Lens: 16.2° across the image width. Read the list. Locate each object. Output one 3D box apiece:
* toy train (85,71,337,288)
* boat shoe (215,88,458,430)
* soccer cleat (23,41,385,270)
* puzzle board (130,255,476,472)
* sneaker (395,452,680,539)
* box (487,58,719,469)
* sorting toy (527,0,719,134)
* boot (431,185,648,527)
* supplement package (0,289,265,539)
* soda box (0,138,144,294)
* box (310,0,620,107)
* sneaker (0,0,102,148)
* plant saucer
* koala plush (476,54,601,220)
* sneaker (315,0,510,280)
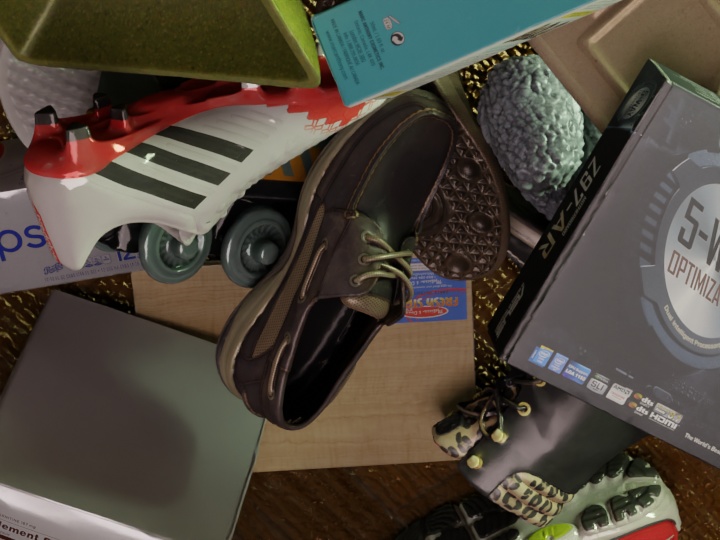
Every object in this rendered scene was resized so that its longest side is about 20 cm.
[{"bbox_3d":[-0.067,-0.054,1.374,0.200,0.085,0.114,2,107,-39],"label":"toy train"},{"bbox_3d":[0.000,0.000,1.335,0.074,0.073,0.200,13,115,-40],"label":"boat shoe"},{"bbox_3d":[-0.076,-0.059,1.281,0.200,0.069,0.085,-18,119,-25],"label":"soccer cleat"},{"bbox_3d":[-0.031,0.054,1.518,0.200,0.017,0.151,-4,121,0],"label":"puzzle board"},{"bbox_3d":[0.104,0.186,1.572,0.200,0.077,0.085,-18,126,10],"label":"sneaker"},{"bbox_3d":[0.188,0.013,1.241,0.200,0.044,0.160,27,104,-15],"label":"box"},{"bbox_3d":[0.163,-0.161,1.246,0.185,0.036,0.200,-40,86,18],"label":"sorting toy"},{"bbox_3d":[0.101,0.054,1.481,0.151,0.073,0.200,-44,121,13],"label":"boot"},{"bbox_3d":[-0.156,0.159,1.461,0.147,0.191,0.200,19,122,-3],"label":"supplement package"},{"bbox_3d":[-0.220,-0.028,1.431,0.200,0.063,0.068,-10,121,5],"label":"soda box"},{"bbox_3d":[0.082,-0.139,1.210,0.200,0.082,0.049,-22,91,17],"label":"box"},{"bbox_3d":[-0.164,-0.156,1.346,0.078,0.079,0.200,-8,129,-7],"label":"sneaker"},{"bbox_3d":[-0.127,-0.175,1.201,0.200,0.048,0.200,8,147,35],"label":"plant saucer"},{"bbox_3d":[0.188,-0.030,1.340,0.177,0.200,0.184,-32,149,-6],"label":"koala plush"},{"bbox_3d":[0.039,-0.091,1.385,0.070,0.076,0.200,-10,120,23],"label":"sneaker"}]
